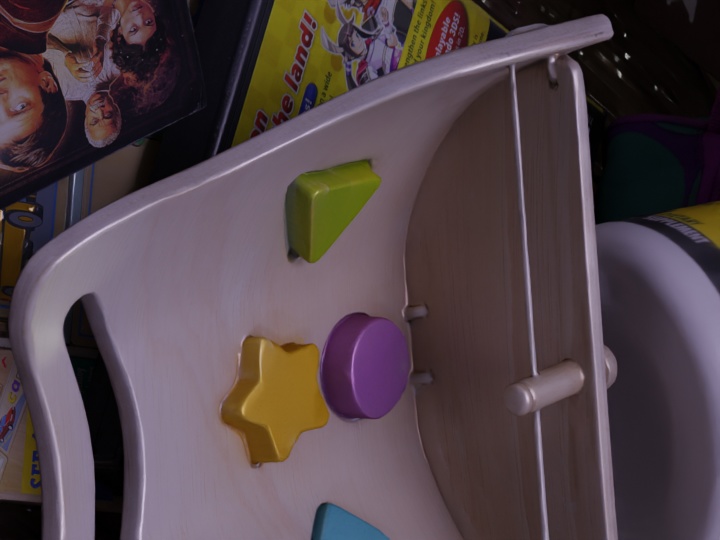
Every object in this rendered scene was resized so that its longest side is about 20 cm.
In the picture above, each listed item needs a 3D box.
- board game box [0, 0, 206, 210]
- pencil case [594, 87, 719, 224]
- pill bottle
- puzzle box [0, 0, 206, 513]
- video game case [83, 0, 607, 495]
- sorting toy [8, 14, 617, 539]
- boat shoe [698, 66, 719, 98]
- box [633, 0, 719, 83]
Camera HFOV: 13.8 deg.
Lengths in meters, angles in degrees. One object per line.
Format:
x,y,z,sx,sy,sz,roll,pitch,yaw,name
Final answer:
-0.141,-0.064,0.776,0.200,0.035,0.136,-29,128,-24,board game box
0.110,0.046,1.010,0.092,0.085,0.201,74,25,-76,pencil case
0.156,0.027,0.923,0.200,0.114,0.115,-11,95,-31,pill bottle
-0.092,-0.030,0.881,0.133,0.025,0.201,9,82,-40,puzzle box
0.000,0.000,0.937,0.181,0.025,0.200,35,64,-45,video game case
-0.017,0.038,0.830,0.180,0.107,0.201,-13,103,-41,sorting toy
0.181,-0.047,1.091,0.072,0.065,0.200,-38,112,-36,boat shoe
0.221,-0.127,0.926,0.200,0.164,0.166,-9,124,-26,box
